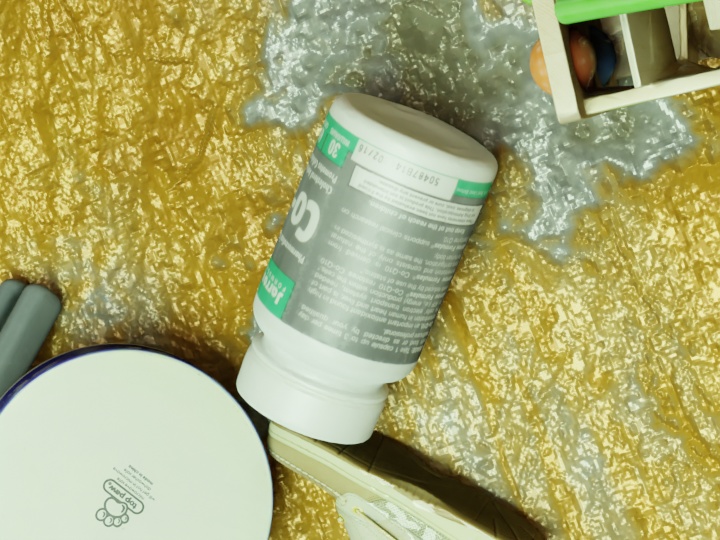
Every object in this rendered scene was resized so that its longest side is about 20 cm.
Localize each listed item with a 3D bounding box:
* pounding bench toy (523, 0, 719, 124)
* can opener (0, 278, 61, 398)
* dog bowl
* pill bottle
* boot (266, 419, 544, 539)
[{"bbox_3d":[0.162,-0.157,1.171,0.155,0.200,0.125,-11,94,20],"label":"pounding bench toy"},{"bbox_3d":[-0.270,0.090,1.383,0.052,0.067,0.201,11,62,40],"label":"can opener"},{"bbox_3d":[-0.158,0.148,1.345,0.199,0.079,0.201,0,89,-11],"label":"dog bowl"},{"bbox_3d":[0.000,0.000,1.297,0.113,0.113,0.201,26,104,14],"label":"pill bottle"},{"bbox_3d":[0.005,0.195,1.348,0.199,0.072,0.155,28,108,13],"label":"boot"}]
